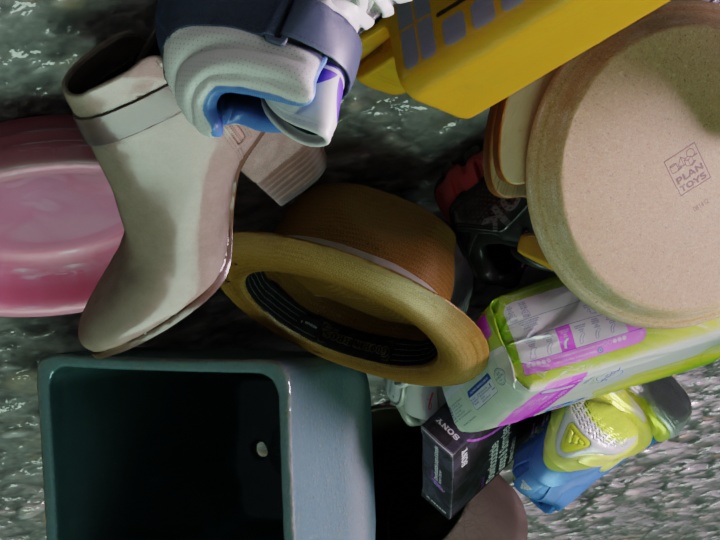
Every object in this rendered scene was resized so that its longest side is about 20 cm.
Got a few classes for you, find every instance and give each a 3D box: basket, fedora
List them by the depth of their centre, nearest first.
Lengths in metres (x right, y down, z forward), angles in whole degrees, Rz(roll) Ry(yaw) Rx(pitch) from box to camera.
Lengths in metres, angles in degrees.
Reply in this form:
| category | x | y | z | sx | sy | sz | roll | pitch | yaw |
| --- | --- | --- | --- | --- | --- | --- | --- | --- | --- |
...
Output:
| category | x | y | z | sx | sy | sz | roll | pitch | yaw |
| --- | --- | --- | --- | --- | --- | --- | --- | --- | --- |
| fedora | 0.000 | 0.000 | 1.388 | 0.200 | 0.082 | 0.201 | 22 | 161 | 8 |
| basket | 0.050 | 0.203 | 1.828 | 0.180 | 0.136 | 0.200 | -24 | 156 | 18 |

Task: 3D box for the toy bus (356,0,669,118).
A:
| category | x | y | z | sx | sy | sz | roll | pitch | yaw |
| --- | --- | --- | --- | --- | --- | --- | --- | --- | --- |
| toy bus | 0.077 | -0.142 | 1.153 | 0.200 | 0.078 | 0.065 | -29 | 149 | 36 |

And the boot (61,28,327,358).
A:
| category | x | y | z | sx | sy | sz | roll | pitch | yaw |
| --- | --- | --- | --- | --- | --- | --- | --- | --- | --- |
| boot | -0.114 | -0.058 | 1.209 | 0.200 | 0.070 | 0.146 | -43 | 132 | 0 |

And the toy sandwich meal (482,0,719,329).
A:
| category | x | y | z | sx | sy | sz | roll | pitch | yaw |
| --- | --- | --- | --- | --- | --- | --- | --- | --- | --- |
| toy sandwich meal | 0.163 | -0.063 | 1.250 | 0.205 | 0.206 | 0.070 | 0 | -171 | -21 |

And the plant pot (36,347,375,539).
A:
| category | x | y | z | sx | sy | sz | roll | pitch | yaw |
| --- | --- | --- | --- | --- | --- | --- | --- | --- | --- |
| plant pot | -0.085 | 0.142 | 1.543 | 0.196 | 0.196 | 0.200 | 0 | -173 | 27 |

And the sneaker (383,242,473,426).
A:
| category | x | y | z | sx | sy | sz | roll | pitch | yaw |
| --- | --- | --- | --- | --- | --- | --- | --- | --- | --- |
| sneaker | 0.047 | 0.049 | 1.526 | 0.078 | 0.100 | 0.200 | -8 | 155 | 2 |

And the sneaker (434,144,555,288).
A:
| category | x | y | z | sx | sy | sz | roll | pitch | yaw |
| --- | --- | --- | --- | --- | --- | --- | --- | --- | --- |
| sneaker | 0.127 | -0.054 | 1.338 | 0.071 | 0.098 | 0.200 | 13 | 145 | -38 |

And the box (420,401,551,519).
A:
| category | x | y | z | sx | sy | sz | roll | pitch | yaw |
| --- | --- | --- | --- | --- | --- | --- | --- | --- | --- |
| box | 0.123 | 0.082 | 1.579 | 0.200 | 0.036 | 0.143 | -41 | 160 | -15 |

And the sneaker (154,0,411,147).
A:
| category | x | y | z | sx | sy | sz | roll | pitch | yaw |
| --- | --- | --- | --- | --- | --- | --- | --- | --- | --- |
| sneaker | -0.001 | -0.127 | 1.076 | 0.200 | 0.147 | 0.081 | -11 | 155 | 5 |

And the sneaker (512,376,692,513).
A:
| category | x | y | z | sx | sy | sz | roll | pitch | yaw |
| --- | --- | --- | --- | --- | --- | --- | --- | --- | --- |
| sneaker | 0.164 | 0.117 | 1.594 | 0.105 | 0.076 | 0.200 | -43 | 164 | 25 |

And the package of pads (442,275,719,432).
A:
| category | x | y | z | sx | sy | sz | roll | pitch | yaw |
| --- | --- | --- | --- | --- | --- | --- | --- | --- | --- |
| package of pads | 0.162 | 0.039 | 1.438 | 0.200 | 0.068 | 0.155 | -16 | 168 | -15 |

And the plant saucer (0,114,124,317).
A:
| category | x | y | z | sx | sy | sz | roll | pitch | yaw |
| --- | --- | --- | --- | --- | --- | --- | --- | --- | --- |
| plant saucer | -0.186 | -0.035 | 1.322 | 0.200 | 0.051 | 0.201 | -7 | 155 | -3 |
